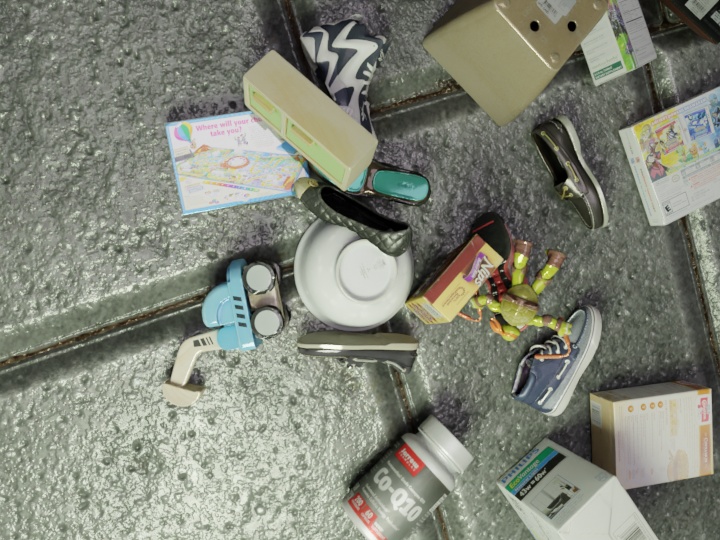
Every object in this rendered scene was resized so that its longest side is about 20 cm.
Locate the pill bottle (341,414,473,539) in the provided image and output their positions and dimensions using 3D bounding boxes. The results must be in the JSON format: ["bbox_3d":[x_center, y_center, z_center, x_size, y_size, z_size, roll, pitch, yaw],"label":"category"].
[{"bbox_3d":[0.076,0.333,0.956,0.200,0.114,0.114,-45,101,-7],"label":"pill bottle"}]

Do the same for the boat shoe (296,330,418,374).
[{"bbox_3d":[-0.004,0.134,0.950,0.197,0.073,0.064,3,102,-17],"label":"boat shoe"}]

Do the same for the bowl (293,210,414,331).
[{"bbox_3d":[0.000,0.000,0.935,0.198,0.090,0.205,-1,94,-12],"label":"bowl"}]

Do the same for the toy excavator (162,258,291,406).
[{"bbox_3d":[-0.205,0.088,0.901,0.197,0.100,0.198,-10,93,1],"label":"toy excavator"}]

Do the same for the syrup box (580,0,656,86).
[{"bbox_3d":[0.405,-0.423,1.000,0.081,0.078,0.202,-29,100,-31],"label":"syrup box"}]

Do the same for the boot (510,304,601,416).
[{"bbox_3d":[0.331,0.142,1.024,0.089,0.073,0.202,23,88,-18],"label":"boot"}]

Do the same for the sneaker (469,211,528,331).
[{"bbox_3d":[0.235,0.004,1.007,0.073,0.086,0.203,-19,78,26],"label":"sneaker"}]

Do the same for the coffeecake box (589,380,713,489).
[{"bbox_3d":[0.516,0.288,1.074,0.197,0.073,0.156,-4,93,-12],"label":"coffeecake box"}]

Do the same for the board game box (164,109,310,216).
[{"bbox_3d":[-0.181,-0.167,0.914,0.197,0.034,0.137,-11,95,-12],"label":"board game box"}]

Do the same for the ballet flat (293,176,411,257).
[{"bbox_3d":[-0.010,-0.089,0.883,0.198,0.057,0.067,30,45,11],"label":"ballet flat"}]

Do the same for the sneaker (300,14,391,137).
[{"bbox_3d":[0.007,-0.295,0.926,0.128,0.079,0.201,-29,89,-1],"label":"sneaker"}]

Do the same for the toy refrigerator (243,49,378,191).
[{"bbox_3d":[-0.075,-0.210,0.864,0.200,0.076,0.070,42,73,4],"label":"toy refrigerator"}]

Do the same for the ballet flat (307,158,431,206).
[{"bbox_3d":[0.011,-0.141,0.937,0.197,0.068,0.069,20,89,-3],"label":"ballet flat"}]

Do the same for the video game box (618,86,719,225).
[{"bbox_3d":[0.577,-0.202,1.078,0.198,0.047,0.184,-24,99,-11],"label":"video game box"}]

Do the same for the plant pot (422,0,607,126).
[{"bbox_3d":[0.249,-0.375,0.929,0.199,0.177,0.201,42,85,-11],"label":"plant pot"}]

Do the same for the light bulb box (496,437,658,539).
[{"bbox_3d":[0.356,0.409,0.979,0.124,0.200,0.199,-37,100,-10],"label":"light bulb box"}]

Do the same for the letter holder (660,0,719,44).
[{"bbox_3d":[0.558,-0.504,1.042,0.199,0.143,0.101,34,117,-13],"label":"letter holder"}]

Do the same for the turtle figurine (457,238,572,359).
[{"bbox_3d":[0.235,0.037,0.918,0.198,0.064,0.164,20,93,24],"label":"turtle figurine"}]

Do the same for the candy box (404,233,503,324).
[{"bbox_3d":[0.132,0.020,0.907,0.056,0.200,0.117,42,83,3],"label":"candy box"}]

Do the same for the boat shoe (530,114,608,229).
[{"bbox_3d":[0.350,-0.156,1.019,0.060,0.072,0.203,-25,91,-6],"label":"boat shoe"}]
